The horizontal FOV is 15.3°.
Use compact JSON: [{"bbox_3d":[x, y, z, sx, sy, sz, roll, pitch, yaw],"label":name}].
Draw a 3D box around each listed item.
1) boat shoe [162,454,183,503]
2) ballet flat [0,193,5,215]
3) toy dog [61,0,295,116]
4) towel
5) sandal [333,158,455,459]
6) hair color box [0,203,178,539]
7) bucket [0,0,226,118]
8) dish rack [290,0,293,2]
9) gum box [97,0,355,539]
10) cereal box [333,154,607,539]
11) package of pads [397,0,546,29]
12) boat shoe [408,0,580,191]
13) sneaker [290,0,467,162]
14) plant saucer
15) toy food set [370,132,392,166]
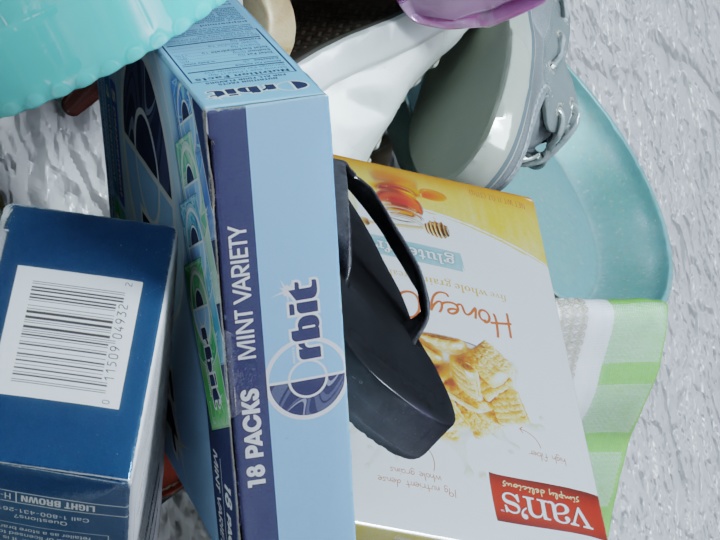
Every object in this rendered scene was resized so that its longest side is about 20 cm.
[{"bbox_3d":[-0.064,0.050,1.104,0.200,0.062,0.071,-37,114,-60],"label":"boat shoe"},{"bbox_3d":[-0.148,0.023,0.945,0.069,0.063,0.200,42,43,-36],"label":"ballet flat"},{"bbox_3d":[-0.107,-0.144,1.105,0.132,0.096,0.200,33,36,-51],"label":"toy dog"},{"bbox_3d":[0.056,0.084,1.210,0.200,0.031,0.149,-3,116,-41],"label":"towel"},{"bbox_3d":[0.001,0.001,1.001,0.076,0.043,0.200,34,15,-31],"label":"sandal"},{"bbox_3d":[-0.101,0.077,0.915,0.200,0.060,0.100,99,0,-55],"label":"hair color box"},{"bbox_3d":[-0.127,-0.148,0.921,0.135,0.207,0.207,65,29,-24],"label":"bucket"},{"bbox_3d":[-0.038,-0.192,1.282,0.200,0.043,0.172,65,28,-23],"label":"dish rack"},{"bbox_3d":[-0.051,-0.007,0.940,0.200,0.044,0.170,-129,-147,-65],"label":"gum box"},{"bbox_3d":[0.017,0.039,1.078,0.144,0.040,0.200,11,44,-23],"label":"cereal box"},{"bbox_3d":[0.040,-0.215,1.176,0.121,0.076,0.200,59,27,-45],"label":"package of pads"},{"bbox_3d":[0.072,-0.088,1.243,0.071,0.070,0.201,37,30,-19],"label":"boat shoe"},{"bbox_3d":[-0.016,-0.072,1.198,0.200,0.073,0.085,-34,122,-27],"label":"sneaker"},{"bbox_3d":[0.074,-0.050,1.315,0.200,0.036,0.200,36,33,-28],"label":"plant saucer"},{"bbox_3d":[0.029,0.033,1.294,0.143,0.060,0.200,-36,111,-62],"label":"toy food set"}]
